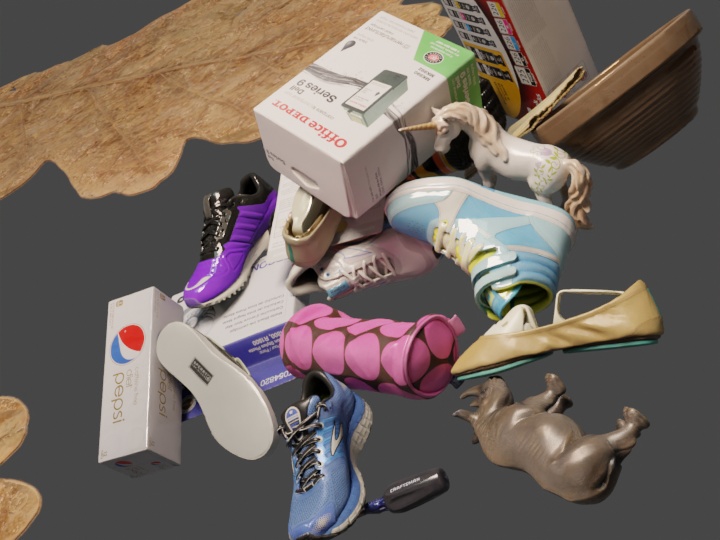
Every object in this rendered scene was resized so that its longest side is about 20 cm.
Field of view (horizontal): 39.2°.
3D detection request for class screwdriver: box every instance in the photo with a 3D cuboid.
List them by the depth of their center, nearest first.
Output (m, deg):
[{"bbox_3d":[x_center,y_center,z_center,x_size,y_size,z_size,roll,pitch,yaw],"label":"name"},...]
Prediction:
[{"bbox_3d":[-0.009,0.221,0.918,0.199,0.028,0.029,-23,65,20],"label":"screwdriver"}]

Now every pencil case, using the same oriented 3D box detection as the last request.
[{"bbox_3d":[0.009,0.077,1.021,0.199,0.091,0.094,4,50,45],"label":"pencil case"}]

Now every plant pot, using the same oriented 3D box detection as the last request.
[{"bbox_3d":[0.283,-0.172,1.050,0.200,0.093,0.201,-39,1,1],"label":"plant pot"}]

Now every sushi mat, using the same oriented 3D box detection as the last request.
[{"bbox_3d":[0.180,-0.161,1.135,0.096,0.012,0.200,-45,2,-18],"label":"sushi mat"}]

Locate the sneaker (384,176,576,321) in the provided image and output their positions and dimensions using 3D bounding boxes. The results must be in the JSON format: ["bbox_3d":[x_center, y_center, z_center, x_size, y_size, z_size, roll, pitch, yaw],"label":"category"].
[{"bbox_3d":[0.110,-0.017,1.006,0.198,0.080,0.131,10,53,10],"label":"sneaker"}]

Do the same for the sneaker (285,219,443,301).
[{"bbox_3d":[0.000,0.000,1.123,0.199,0.075,0.087,-9,35,36],"label":"sneaker"}]

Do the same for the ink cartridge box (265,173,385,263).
[{"bbox_3d":[-0.024,-0.098,1.192,0.161,0.057,0.202,-15,55,28],"label":"ink cartridge box"}]

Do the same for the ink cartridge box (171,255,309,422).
[{"bbox_3d":[-0.153,0.073,1.198,0.198,0.041,0.201,-22,36,18],"label":"ink cartridge box"}]

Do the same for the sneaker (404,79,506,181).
[{"bbox_3d":[0.103,-0.163,1.186,0.089,0.070,0.200,-18,19,33],"label":"sneaker"}]

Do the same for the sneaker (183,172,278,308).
[{"bbox_3d":[-0.167,-0.044,1.229,0.069,0.100,0.201,-7,36,42],"label":"sneaker"}]

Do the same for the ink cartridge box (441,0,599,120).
[{"bbox_3d":[0.177,-0.280,1.206,0.084,0.201,0.175,-42,35,-11],"label":"ink cartridge box"}]

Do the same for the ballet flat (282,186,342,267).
[{"bbox_3d":[-0.034,-0.099,1.120,0.069,0.069,0.201,1,59,40],"label":"ballet flat"}]

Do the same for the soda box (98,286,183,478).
[{"bbox_3d":[-0.245,0.125,1.142,0.068,0.064,0.202,-18,57,21],"label":"soda box"}]

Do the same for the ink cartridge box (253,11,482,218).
[{"bbox_3d":[0.009,-0.168,1.069,0.145,0.084,0.200,33,63,34],"label":"ink cartridge box"}]

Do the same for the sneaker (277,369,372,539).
[{"bbox_3d":[-0.045,0.170,0.932,0.078,0.089,0.201,-30,27,22],"label":"sneaker"}]

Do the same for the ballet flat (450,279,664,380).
[{"bbox_3d":[0.174,0.053,0.925,0.198,0.069,0.064,-14,83,19],"label":"ballet flat"}]

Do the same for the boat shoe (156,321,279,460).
[{"bbox_3d":[-0.143,0.128,1.095,0.071,0.064,0.200,-50,58,8],"label":"boat shoe"}]

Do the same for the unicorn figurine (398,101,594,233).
[{"bbox_3d":[0.149,-0.110,1.047,0.198,0.138,0.074,9,54,15],"label":"unicorn figurine"}]

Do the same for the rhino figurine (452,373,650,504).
[{"bbox_3d":[0.148,0.134,0.858,0.088,0.060,0.199,-50,35,-15],"label":"rhino figurine"}]

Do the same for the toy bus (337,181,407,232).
[{"bbox_3d":[-0.002,-0.085,1.241,0.199,0.065,0.078,16,58,48],"label":"toy bus"}]
